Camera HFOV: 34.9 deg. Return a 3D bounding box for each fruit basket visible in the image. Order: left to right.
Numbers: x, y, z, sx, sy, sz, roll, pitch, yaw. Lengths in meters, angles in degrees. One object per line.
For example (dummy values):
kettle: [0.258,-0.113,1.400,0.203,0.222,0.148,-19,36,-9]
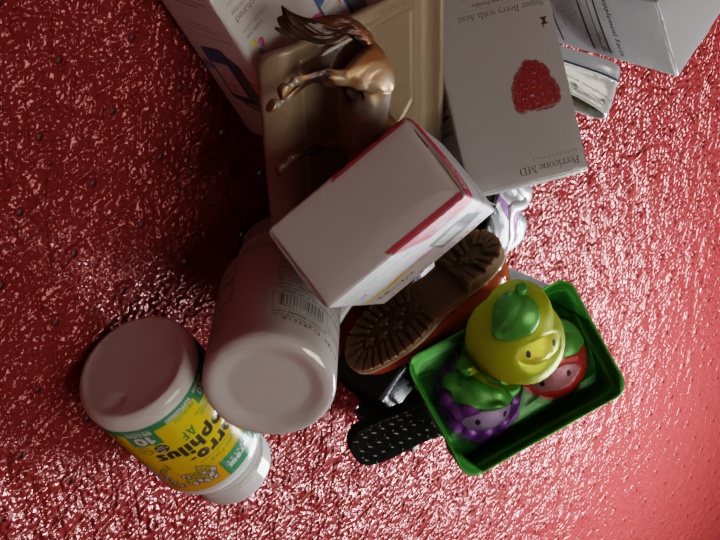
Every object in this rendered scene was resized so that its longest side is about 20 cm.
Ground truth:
fruit basket: [0.157,0.094,1.139,0.215,0.216,0.156,-23,83,-41]

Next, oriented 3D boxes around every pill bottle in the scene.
pill bottle: [-0.161,0.138,1.057,0.113,0.113,0.200,-51,141,-17]
pill bottle: [-0.075,0.041,1.032,0.200,0.114,0.115,-88,173,-54]

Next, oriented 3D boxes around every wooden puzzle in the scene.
wooden puzzle: [-0.007,-0.143,1.011,0.200,0.037,0.185,-31,136,-32]

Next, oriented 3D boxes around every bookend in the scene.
bookend: [0.045,0.064,1.277,0.199,0.092,0.200,-54,141,-13]

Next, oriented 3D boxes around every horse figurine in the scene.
horse figurine: [-0.014,-0.132,0.938,0.132,0.050,0.200,-31,139,-23]

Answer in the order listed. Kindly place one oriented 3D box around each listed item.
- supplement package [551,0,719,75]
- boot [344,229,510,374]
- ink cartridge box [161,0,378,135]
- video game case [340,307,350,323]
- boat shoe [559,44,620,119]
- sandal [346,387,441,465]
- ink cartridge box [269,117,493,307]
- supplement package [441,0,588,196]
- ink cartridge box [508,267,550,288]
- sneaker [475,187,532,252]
supplement package: [0.273,-0.314,1.231,0.121,0.200,0.120,-55,142,-13]
boot: [0.079,0.056,1.194,0.200,0.075,0.107,-36,139,-7]
ink cartridge box: [-0.068,-0.222,0.981,0.145,0.087,0.200,-52,145,-15]
video game case: [0.000,0.000,1.158,0.200,0.018,0.143,-57,-176,2]
boat shoe: [0.179,-0.200,1.230,0.202,0.075,0.086,13,85,-17]
sandal: [0.076,0.149,1.258,0.200,0.048,0.075,-18,124,-9]
ink cartridge box: [0.026,-0.043,0.978,0.148,0.086,0.200,-40,170,10]
supplement package: [0.132,-0.178,1.122,0.121,0.120,0.200,-14,93,-4]
ink cartridge box: [0.156,0.097,1.385,0.200,0.145,0.083,-56,140,-10]
sneaker: [0.142,-0.087,1.308,0.140,0.078,0.200,-34,133,-43]
